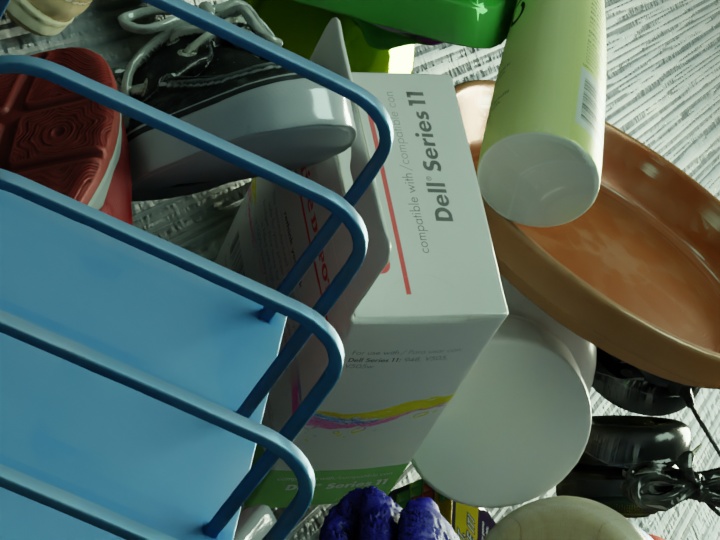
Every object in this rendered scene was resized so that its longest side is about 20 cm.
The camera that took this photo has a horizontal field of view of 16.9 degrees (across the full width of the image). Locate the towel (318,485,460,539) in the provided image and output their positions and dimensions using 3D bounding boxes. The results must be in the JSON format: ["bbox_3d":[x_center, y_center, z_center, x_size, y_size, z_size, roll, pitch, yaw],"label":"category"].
[{"bbox_3d":[0.051,0.187,0.914,0.200,0.050,0.148,54,19,-37],"label":"towel"}]

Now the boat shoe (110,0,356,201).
[{"bbox_3d":[-0.058,-0.068,0.917,0.199,0.074,0.068,170,-86,-72],"label":"boat shoe"}]

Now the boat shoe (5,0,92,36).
[{"bbox_3d":[-0.147,-0.194,0.967,0.200,0.069,0.074,66,19,-4],"label":"boat shoe"}]

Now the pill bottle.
[{"bbox_3d":[0.047,0.025,1.111,0.111,0.111,0.200,58,6,-24],"label":"pill bottle"}]

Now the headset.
[{"bbox_3d":[0.119,0.062,1.132,0.200,0.094,0.124,-138,-128,-57],"label":"headset"}]

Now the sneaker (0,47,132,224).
[{"bbox_3d":[-0.107,0.020,0.867,0.116,0.078,0.200,68,18,-44],"label":"sneaker"}]

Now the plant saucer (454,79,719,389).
[{"bbox_3d":[0.113,-0.012,1.081,0.200,0.032,0.200,27,26,-14],"label":"plant saucer"}]

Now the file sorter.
[{"bbox_3d":[-0.081,0.028,0.691,0.139,0.123,0.200,24,45,-12],"label":"file sorter"}]

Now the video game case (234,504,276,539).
[{"bbox_3d":[-0.026,0.191,0.797,0.182,0.022,0.200,64,19,-7],"label":"video game case"}]

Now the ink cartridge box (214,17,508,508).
[{"bbox_3d":[0.000,0.000,0.966,0.200,0.067,0.117,119,-35,-54],"label":"ink cartridge box"}]

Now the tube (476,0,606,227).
[{"bbox_3d":[0.085,-0.100,1.051,0.052,0.058,0.200,36,39,-21],"label":"tube"}]

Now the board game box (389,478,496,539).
[{"bbox_3d":[0.056,0.214,1.073,0.165,0.057,0.200,54,23,-29],"label":"board game box"}]

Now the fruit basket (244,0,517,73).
[{"bbox_3d":[-0.024,-0.128,1.110,0.216,0.215,0.156,65,20,-7],"label":"fruit basket"}]

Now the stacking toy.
[{"bbox_3d":[0.114,0.145,1.113,0.085,0.085,0.200,71,15,10],"label":"stacking toy"}]
